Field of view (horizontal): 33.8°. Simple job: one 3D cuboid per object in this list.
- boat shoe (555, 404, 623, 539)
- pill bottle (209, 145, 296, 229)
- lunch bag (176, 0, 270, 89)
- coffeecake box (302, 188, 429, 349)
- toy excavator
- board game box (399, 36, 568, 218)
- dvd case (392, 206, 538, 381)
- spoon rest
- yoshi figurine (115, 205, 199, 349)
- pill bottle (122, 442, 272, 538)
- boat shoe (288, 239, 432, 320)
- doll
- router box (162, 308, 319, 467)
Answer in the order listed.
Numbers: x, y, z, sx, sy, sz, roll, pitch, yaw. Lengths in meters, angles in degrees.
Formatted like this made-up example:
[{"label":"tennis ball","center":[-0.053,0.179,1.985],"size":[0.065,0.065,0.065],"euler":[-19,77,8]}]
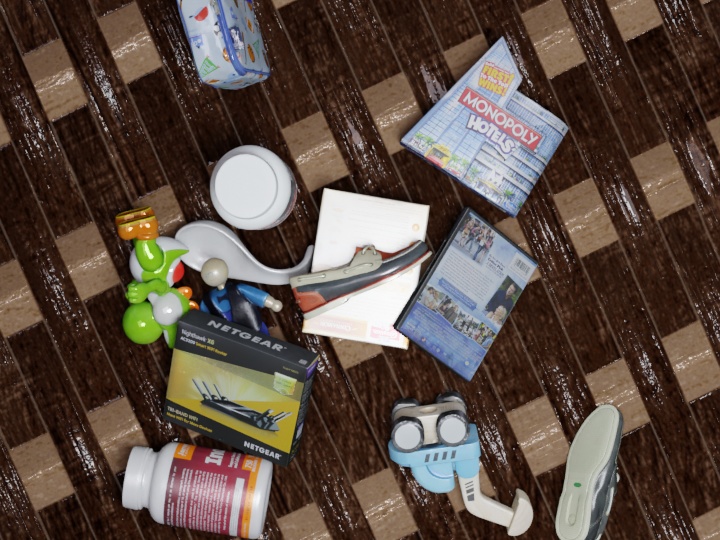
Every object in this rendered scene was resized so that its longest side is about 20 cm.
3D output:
[{"label":"boat shoe","center":[0.335,0.292,1.689],"size":[0.067,0.071,0.203],"euler":[20,83,-36]},{"label":"pill bottle","center":[-0.146,-0.111,1.608],"size":[0.108,0.200,0.113],"euler":[0,92,1]},{"label":"lunch bag","center":[-0.186,-0.332,1.606],"size":[0.074,0.200,0.163],"euler":[-14,92,9]},{"label":"coffeecake box","center":[0.007,-0.003,1.672],"size":[0.151,0.073,0.204],"euler":[9,91,-1]},{"label":"toy excavator","center":[0.140,0.281,1.675],"size":[0.191,0.100,0.204],"euler":[-7,104,2]},{"label":"board game box","center":[0.189,-0.213,1.674],"size":[0.198,0.062,0.202],"euler":[32,92,0]},{"label":"dvd case","center":[0.149,0.033,1.660],"size":[0.142,0.018,0.202],"euler":[35,81,-21]},{"label":"spoon rest","center":[-0.166,-0.021,1.671],"size":[0.196,0.100,0.061],"euler":[10,47,-3]},{"label":"yoshi figurine","center":[-0.304,0.022,1.654],"size":[0.111,0.112,0.203],"euler":[0,113,37]},{"label":"pill bottle","center":[-0.227,0.304,1.659],"size":[0.196,0.113,0.115],"euler":[9,91,0]},{"label":"boat shoe","center":[0.000,0.000,1.604],"size":[0.197,0.071,0.063],"euler":[-25,88,5]},{"label":"doll","center":[-0.167,0.074,1.667],"size":[0.135,0.048,0.203],"euler":[-21,100,24]},{"label":"router box","center":[-0.167,0.162,1.641],"size":[0.197,0.052,0.160],"euler":[18,113,13]}]
